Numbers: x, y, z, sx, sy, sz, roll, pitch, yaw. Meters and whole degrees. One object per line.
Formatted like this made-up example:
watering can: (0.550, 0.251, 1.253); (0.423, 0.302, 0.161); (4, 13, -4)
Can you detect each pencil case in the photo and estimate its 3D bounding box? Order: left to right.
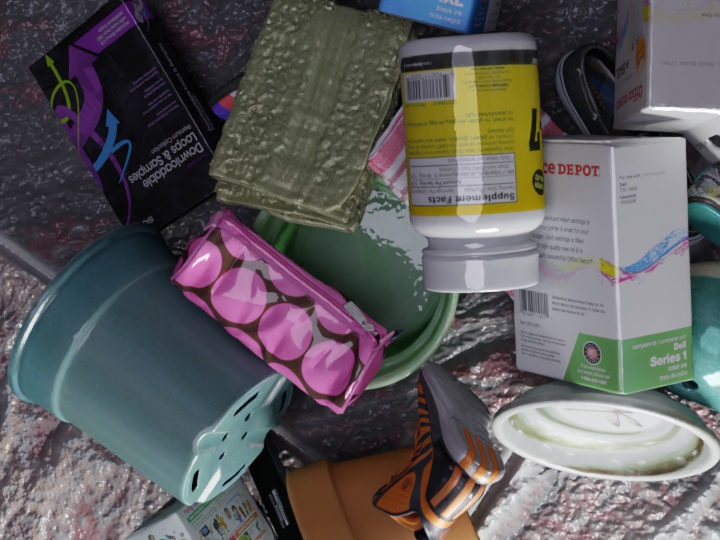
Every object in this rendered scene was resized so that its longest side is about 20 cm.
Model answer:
pencil case: (-0.066, 0.029, 1.331); (0.199, 0.091, 0.094); (35, 142, 4)

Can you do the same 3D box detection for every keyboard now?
keyboard: (-0.065, 0.224, 1.476); (0.039, 0.104, 0.201); (-17, 75, -25)

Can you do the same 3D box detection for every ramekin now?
ramekin: (0.000, 0.000, 1.405); (0.198, 0.098, 0.202); (2, 100, 14)

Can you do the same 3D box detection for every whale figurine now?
whale figurine: (0.323, 0.088, 1.325); (0.200, 0.104, 0.159); (47, 142, -14)

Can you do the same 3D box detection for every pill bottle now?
pill bottle: (0.092, -0.087, 1.248); (0.113, 0.114, 0.202); (-2, 96, 14)

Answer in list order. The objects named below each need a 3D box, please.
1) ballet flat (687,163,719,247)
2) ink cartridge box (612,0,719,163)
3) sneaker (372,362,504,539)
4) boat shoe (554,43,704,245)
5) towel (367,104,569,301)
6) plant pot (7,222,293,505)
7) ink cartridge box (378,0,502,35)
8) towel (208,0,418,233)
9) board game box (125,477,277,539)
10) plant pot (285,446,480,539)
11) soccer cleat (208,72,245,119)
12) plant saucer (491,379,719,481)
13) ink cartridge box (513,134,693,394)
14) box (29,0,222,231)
ballet flat: (0.354, -0.020, 1.323); (0.072, 0.072, 0.200); (-41, 111, 17)
ink cartridge box: (0.279, -0.193, 1.250); (0.124, 0.129, 0.202); (3, 87, -2)
sneaker: (0.055, 0.157, 1.319); (0.077, 0.200, 0.112); (37, 104, -12)
boat shoe: (0.238, -0.108, 1.335); (0.068, 0.057, 0.201); (-36, 88, -14)
towel: (0.116, -0.085, 1.331); (0.200, 0.030, 0.147); (41, 77, -18)
plant pot: (-0.179, 0.096, 1.395); (0.196, 0.200, 0.201); (38, 107, 18)
ink cartridge box: (0.090, -0.308, 1.301); (0.084, 0.146, 0.202); (17, 104, 11)
towel: (-0.040, -0.139, 1.339); (0.147, 0.036, 0.202); (16, 84, 15)
board game box: (-0.121, 0.302, 1.466); (0.064, 0.147, 0.201); (-28, 92, 19)
plant pot: (0.035, 0.249, 1.404); (0.139, 0.200, 0.201); (-24, 94, 1)
soccer cleat: (-0.043, -0.165, 1.402); (0.199, 0.068, 0.074); (-19, 91, 13)
plant saucer: (0.216, 0.130, 1.351); (0.198, 0.200, 0.051); (4, 65, 13)
ink cartridge box: (0.197, -0.011, 1.280); (0.083, 0.144, 0.202); (-8, 99, -29)
box: (-0.210, -0.141, 1.445); (0.143, 0.036, 0.201); (-30, 93, 35)
